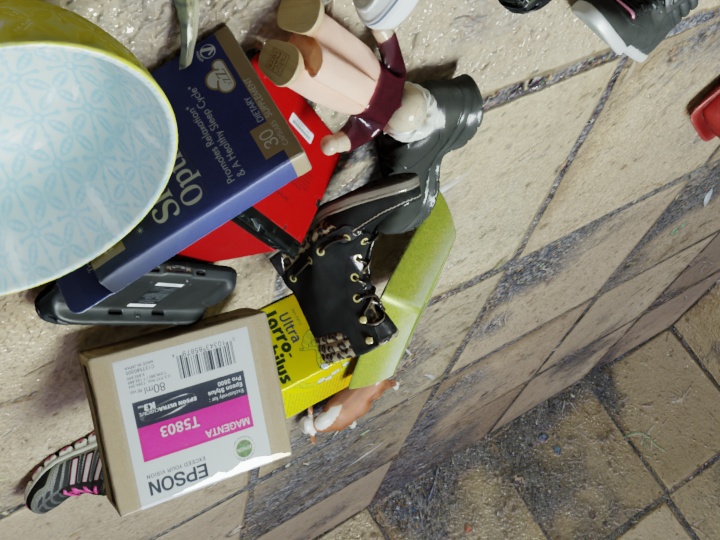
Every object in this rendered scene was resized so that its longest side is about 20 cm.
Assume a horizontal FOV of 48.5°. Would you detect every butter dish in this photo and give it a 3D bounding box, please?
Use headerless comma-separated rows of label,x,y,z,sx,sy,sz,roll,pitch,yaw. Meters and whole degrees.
butter dish,0.649,-0.252,1.269,0.199,0.149,0.199,-42,157,21

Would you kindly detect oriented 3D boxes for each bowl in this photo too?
bowl,-0.217,-0.086,0.461,0.197,0.109,0.201,-29,157,-13

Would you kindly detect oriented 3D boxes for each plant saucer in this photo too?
plant saucer,0.060,0.035,1.007,0.202,0.047,0.202,-59,171,-40

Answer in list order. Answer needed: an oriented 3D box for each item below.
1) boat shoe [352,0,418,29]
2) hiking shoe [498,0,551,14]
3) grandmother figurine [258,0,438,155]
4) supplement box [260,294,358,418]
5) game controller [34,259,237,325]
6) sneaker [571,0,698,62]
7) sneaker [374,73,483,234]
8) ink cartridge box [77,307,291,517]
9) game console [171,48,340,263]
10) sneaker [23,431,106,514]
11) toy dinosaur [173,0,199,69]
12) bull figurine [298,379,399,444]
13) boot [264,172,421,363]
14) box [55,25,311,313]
boat shoe,0.017,-0.251,0.520,0.064,0.074,0.203,-14,140,-29
hiking shoe,0.132,-0.247,0.662,0.197,0.076,0.102,-25,153,-23
grandmother figurine,0.002,-0.151,0.665,0.198,0.060,0.123,11,115,-53
supplement box,-0.111,0.121,1.013,0.197,0.110,0.110,-25,157,-22
game controller,-0.207,0.020,0.766,0.104,0.043,0.198,-40,158,24
sneaker,0.288,-0.280,0.828,0.100,0.071,0.198,-49,159,29
sneaker,0.046,-0.119,0.826,0.089,0.077,0.202,-5,138,-32
ink cartridge box,-0.185,0.144,0.856,0.196,0.169,0.075,-15,-173,-27
game console,-0.124,-0.087,0.704,0.176,0.117,0.200,-65,158,-5
sneaker,-0.333,0.261,1.014,0.197,0.088,0.074,-32,158,-4
toy dinosaur,-0.100,-0.201,0.477,0.086,0.048,0.201,-18,157,-1
bull figurine,-0.020,0.240,1.435,0.199,0.066,0.121,-39,161,16
boot,0.000,0.000,0.808,0.197,0.154,0.073,-23,-176,30
box,-0.147,-0.072,0.566,0.198,0.122,0.032,-33,162,-2
